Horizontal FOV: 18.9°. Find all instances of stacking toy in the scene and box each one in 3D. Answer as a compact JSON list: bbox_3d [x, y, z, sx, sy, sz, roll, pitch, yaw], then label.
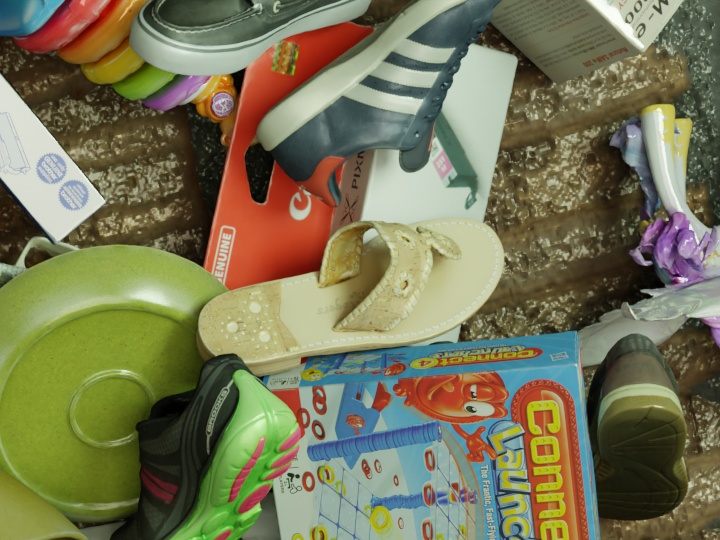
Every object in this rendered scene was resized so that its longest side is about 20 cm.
[{"bbox_3d":[-0.128,-0.141,1.348,0.200,0.110,0.116,40,76,-27],"label":"stacking toy"}]

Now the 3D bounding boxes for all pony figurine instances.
[{"bbox_3d":[0.225,-0.006,1.417,0.192,0.166,0.202,-5,81,-20],"label":"pony figurine"}]

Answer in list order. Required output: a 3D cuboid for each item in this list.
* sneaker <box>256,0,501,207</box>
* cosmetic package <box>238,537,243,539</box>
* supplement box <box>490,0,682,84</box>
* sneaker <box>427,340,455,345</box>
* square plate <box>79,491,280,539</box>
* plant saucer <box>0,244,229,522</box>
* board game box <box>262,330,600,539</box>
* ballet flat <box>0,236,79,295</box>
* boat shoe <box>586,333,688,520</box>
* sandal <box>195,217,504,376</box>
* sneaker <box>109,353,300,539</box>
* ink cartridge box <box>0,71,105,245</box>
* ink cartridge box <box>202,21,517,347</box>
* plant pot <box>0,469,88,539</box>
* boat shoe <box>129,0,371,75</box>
[{"bbox_3d":[0.035,-0.114,1.321,0.199,0.075,0.085,-36,97,15],"label":"sneaker"},{"bbox_3d":[-0.089,0.236,1.301,0.106,0.200,0.091,-23,98,-7],"label":"cosmetic package"},{"bbox_3d":[0.100,-0.216,1.364,0.200,0.126,0.074,41,73,-14],"label":"supplement box"},{"bbox_3d":[0.075,0.141,1.417,0.113,0.076,0.201,-1,105,-17],"label":"sneaker"},{"bbox_3d":[-0.115,0.258,1.412,0.196,0.028,0.202,-9,97,-12],"label":"square plate"},{"bbox_3d":[-0.156,0.080,1.346,0.198,0.031,0.201,-8,120,-14],"label":"plant saucer"},{"bbox_3d":[0.048,0.148,1.341,0.194,0.056,0.202,-6,107,8],"label":"board game box"},{"bbox_3d":[-0.218,0.010,1.352,0.199,0.069,0.072,12,64,-21],"label":"ballet flat"},{"bbox_3d":[0.177,0.104,1.395,0.071,0.201,0.066,2,64,4],"label":"boat shoe"},{"bbox_3d":[0.002,0.005,1.315,0.210,0.070,0.078,-18,65,-19],"label":"sandal"},{"bbox_3d":[-0.101,0.121,1.323,0.076,0.200,0.084,-9,59,-42],"label":"sneaker"},{"bbox_3d":[-0.237,-0.108,1.318,0.044,0.094,0.200,-40,102,-6],"label":"ink cartridge box"},{"bbox_3d":[0.000,-0.059,1.382,0.172,0.043,0.202,11,93,-30],"label":"ink cartridge box"},{"bbox_3d":[-0.283,0.174,1.299,0.200,0.200,0.142,-41,73,-6],"label":"plant pot"},{"bbox_3d":[-0.060,-0.171,1.299,0.199,0.068,0.057,-27,145,-46],"label":"boat shoe"}]
